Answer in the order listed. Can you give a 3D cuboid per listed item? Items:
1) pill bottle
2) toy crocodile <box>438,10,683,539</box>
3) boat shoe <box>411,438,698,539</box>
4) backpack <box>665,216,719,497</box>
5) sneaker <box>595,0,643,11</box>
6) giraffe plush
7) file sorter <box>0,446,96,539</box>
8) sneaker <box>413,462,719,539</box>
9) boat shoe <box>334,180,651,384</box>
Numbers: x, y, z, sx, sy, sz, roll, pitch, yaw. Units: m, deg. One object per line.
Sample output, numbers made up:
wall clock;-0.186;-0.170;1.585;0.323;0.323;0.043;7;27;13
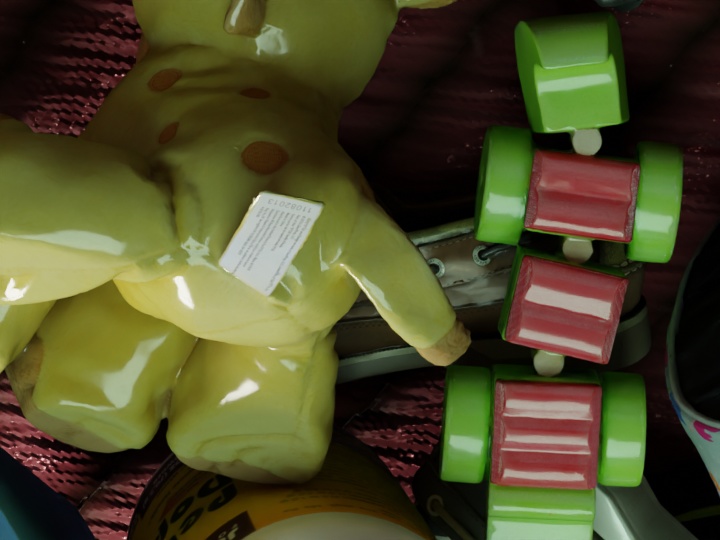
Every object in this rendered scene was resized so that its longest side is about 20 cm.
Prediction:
pill bottle;-0.018;0.121;0.961;0.109;0.200;0.110;-2;101;-10
toy crocodile;0.064;0.016;0.922;0.067;0.062;0.201;7;96;1
boat shoe;0.101;0.125;0.984;0.060;0.072;0.202;-45;81;19
backpack;0.203;0.028;0.916;0.199;0.178;0.151;-11;122;20
sneaker;0.065;-0.120;0.883;0.199;0.060;0.105;-8;124;9
giraffe plush;-0.047;-0.048;0.903;0.172;0.163;0.200;26;147;-25
file sorter;-0.138;0.151;0.995;0.122;0.139;0.200;-34;162;-3
sneaker;0.119;0.117;1.058;0.199;0.075;0.077;5;114;16
boat shoe;0.000;0.000;0.992;0.199;0.072;0.068;-5;107;5
